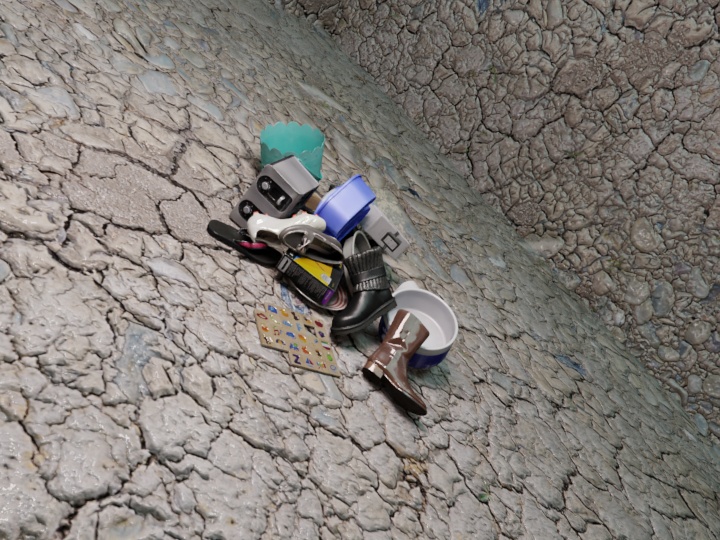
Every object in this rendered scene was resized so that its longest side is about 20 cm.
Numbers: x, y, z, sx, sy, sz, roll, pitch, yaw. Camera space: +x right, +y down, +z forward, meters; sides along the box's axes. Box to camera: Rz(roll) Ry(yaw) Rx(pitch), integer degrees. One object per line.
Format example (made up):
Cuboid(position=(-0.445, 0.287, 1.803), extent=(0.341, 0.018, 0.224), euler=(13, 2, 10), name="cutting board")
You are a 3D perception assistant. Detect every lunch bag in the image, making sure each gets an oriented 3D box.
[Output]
Cuboid(position=(0.041, -0.163, 1.958), extent=(0.197, 0.140, 0.170), euler=(15, 34, -42), name="lunch bag")

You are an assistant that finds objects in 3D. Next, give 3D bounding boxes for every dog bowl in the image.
Cuboid(position=(0.146, 0.146, 1.590), extent=(0.194, 0.080, 0.203), euler=(12, 43, -11), name="dog bowl")

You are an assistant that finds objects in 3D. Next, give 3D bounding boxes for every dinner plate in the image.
Cuboid(position=(-0.115, 0.030, 1.553), extent=(0.198, 0.024, 0.202), euler=(34, 25, -18), name="dinner plate")

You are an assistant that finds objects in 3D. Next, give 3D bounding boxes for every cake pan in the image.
Cuboid(position=(0.000, 0.000, 1.634), extent=(0.200, 0.036, 0.207), euler=(-11, 91, -74), name="cake pan")

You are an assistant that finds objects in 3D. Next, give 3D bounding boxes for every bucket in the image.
Cuboid(position=(-0.198, -0.326, 1.803), extent=(0.200, 0.138, 0.210), euler=(5, 36, -4), name="bucket")

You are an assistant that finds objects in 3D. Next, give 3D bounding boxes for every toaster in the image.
Cuboid(position=(-0.214, -0.185, 1.581), extent=(0.119, 0.181, 0.200), euler=(44, 23, -2), name="toaster")

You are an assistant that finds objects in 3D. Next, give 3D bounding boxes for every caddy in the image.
Cuboid(position=(-0.052, -0.162, 1.611), extent=(0.105, 0.142, 0.200), euler=(43, 65, 6), name="caddy")

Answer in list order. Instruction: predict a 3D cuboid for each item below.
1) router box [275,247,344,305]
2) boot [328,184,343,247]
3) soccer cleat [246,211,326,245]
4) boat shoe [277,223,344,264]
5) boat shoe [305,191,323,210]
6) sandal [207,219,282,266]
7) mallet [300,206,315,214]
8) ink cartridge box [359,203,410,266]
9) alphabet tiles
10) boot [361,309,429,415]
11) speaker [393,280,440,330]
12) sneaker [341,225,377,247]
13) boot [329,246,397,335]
Cuboid(position=(-0.115, -0.016, 1.535), extent=(0.148, 0.051, 0.201), euler=(37, 23, -7), name="router box")
Cuboid(position=(-0.083, -0.155, 1.730), extent=(0.072, 0.168, 0.196), euler=(12, 2, 34), name="boot")
Cuboid(position=(-0.173, -0.093, 1.481), extent=(0.194, 0.070, 0.079), euler=(0, 52, -22), name="soccer cleat")
Cuboid(position=(-0.108, -0.060, 1.472), extent=(0.197, 0.067, 0.057), euler=(16, 28, -49), name="boat shoe")
Cuboid(position=(-0.132, -0.199, 1.851), extent=(0.200, 0.073, 0.064), euler=(45, 29, 22), name="boat shoe")
Cuboid(position=(-0.265, -0.071, 1.472), extent=(0.197, 0.045, 0.076), euler=(28, 26, -26), name="sandal")
Cuboid(position=(-0.195, -0.187, 1.686), extent=(0.197, 0.042, 0.065), euler=(27, 8, 33), name="mallet")
Cuboid(position=(0.066, -0.111, 1.771), extent=(0.200, 0.068, 0.117), euler=(42, 9, -44), name="ink cartridge box")
Cuboid(position=(-0.139, 0.145, 1.346), extent=(0.197, 0.008, 0.169), euler=(21, 31, -36), name="alphabet tiles")
Cuboid(position=(0.121, 0.206, 1.446), extent=(0.185, 0.064, 0.201), euler=(39, 56, 1), name="boot")
Cuboid(position=(0.169, 0.128, 1.735), extent=(0.080, 0.082, 0.202), euler=(11, 37, -46), name="speaker")
Cuboid(position=(0.005, -0.069, 1.759), extent=(0.059, 0.205, 0.104), euler=(6, 29, 40), name="sneaker")
Cuboid(position=(-0.011, 0.046, 1.479), extent=(0.209, 0.078, 0.162), euler=(-28, 104, -39), name="boot")
